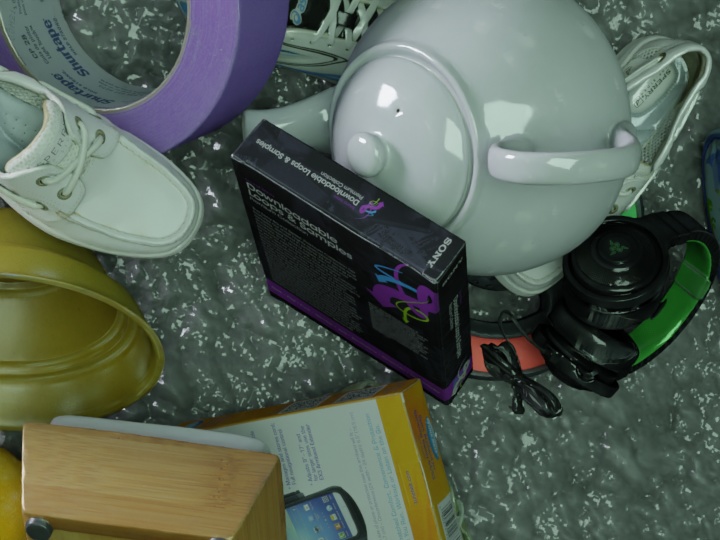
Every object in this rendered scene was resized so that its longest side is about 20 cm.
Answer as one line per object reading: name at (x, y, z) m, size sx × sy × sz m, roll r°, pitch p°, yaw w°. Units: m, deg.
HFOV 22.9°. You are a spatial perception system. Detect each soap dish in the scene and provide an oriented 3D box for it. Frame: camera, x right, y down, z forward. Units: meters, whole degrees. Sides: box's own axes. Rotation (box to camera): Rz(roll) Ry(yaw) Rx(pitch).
soap dish at (-0.123, 0.186, 1.081) m, size 0.157 × 0.081 × 0.200 m, roll 6°, pitch 129°, yaw 10°

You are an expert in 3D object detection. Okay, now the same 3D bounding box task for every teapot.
teapot at (0.054, -0.080, 1.042) m, size 0.146 × 0.200 × 0.198 m, roll -18°, pitch 66°, yaw -44°

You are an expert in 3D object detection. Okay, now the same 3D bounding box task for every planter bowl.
planter bowl at (-0.219, 0.019, 1.087) m, size 0.200 × 0.200 × 0.084 m, roll 4°, pitch 59°, yaw -9°

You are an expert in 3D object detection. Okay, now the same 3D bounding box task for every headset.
headset at (0.157, 0.035, 1.110) m, size 0.200 × 0.094 × 0.124 m, roll -16°, pitch 137°, yaw -36°

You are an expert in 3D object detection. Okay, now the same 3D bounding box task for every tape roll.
tape roll at (-0.145, -0.168, 1.063) m, size 0.200 × 0.066 × 0.200 m, roll 8°, pitch 110°, yaw 23°

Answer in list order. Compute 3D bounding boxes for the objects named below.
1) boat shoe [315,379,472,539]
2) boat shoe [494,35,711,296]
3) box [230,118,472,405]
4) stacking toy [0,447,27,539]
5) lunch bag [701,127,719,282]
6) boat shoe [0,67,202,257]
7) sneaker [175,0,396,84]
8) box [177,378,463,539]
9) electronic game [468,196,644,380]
boat shoe at (0.035, 0.161, 1.159) m, size 0.062 × 0.072 × 0.200 m, roll -32°, pitch 100°, yaw 38°
boat shoe at (0.154, -0.071, 1.135) m, size 0.071 × 0.069 × 0.200 m, roll 37°, pitch 82°, yaw -16°
box at (0.000, 0.000, 1.064) m, size 0.143 × 0.200 × 0.036 m, roll 32°, pitch 73°, yaw 16°
stacking toy at (-0.254, 0.153, 1.112) m, size 0.200 × 0.146 × 0.146 m, roll -25°, pitch 98°, yaw -26°
lunch bag at (0.289, -0.026, 1.127) m, size 0.082 × 0.200 × 0.161 m, roll -15°, pitch 96°, yaw -8°
boat shoe at (-0.178, -0.066, 0.993) m, size 0.200 × 0.069 × 0.071 m, roll 26°, pitch 80°, yaw -12°
sneaker at (-0.021, -0.158, 1.133) m, size 0.200 × 0.072 × 0.072 m, roll 12°, pitch 91°, yaw -11°
box at (-0.042, 0.145, 1.135) m, size 0.200 × 0.041 × 0.119 m, roll -12°, pitch 98°, yaw 25°
electronic game at (0.092, -0.026, 1.176) m, size 0.200 × 0.042 × 0.200 m, roll -1°, pitch 94°, yaw -9°
